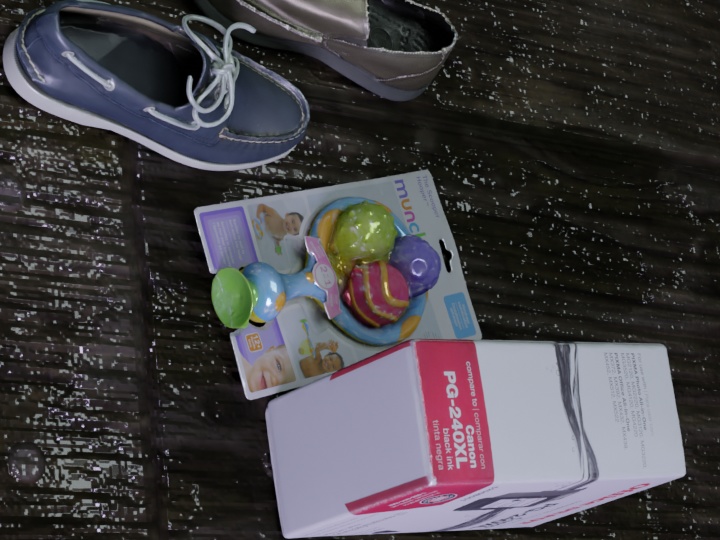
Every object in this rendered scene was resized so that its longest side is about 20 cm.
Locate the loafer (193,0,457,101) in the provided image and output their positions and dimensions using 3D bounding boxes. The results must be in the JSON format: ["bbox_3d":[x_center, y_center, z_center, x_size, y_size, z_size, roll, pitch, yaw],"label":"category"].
[{"bbox_3d":[-0.021,-0.172,1.191,0.199,0.069,0.076,19,62,-32],"label":"loafer"}]

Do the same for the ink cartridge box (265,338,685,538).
[{"bbox_3d":[0.068,0.098,1.109,0.198,0.145,0.084,3,70,-37],"label":"ink cartridge box"}]

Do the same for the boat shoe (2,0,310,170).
[{"bbox_3d":[-0.106,-0.112,1.107,0.199,0.062,0.076,18,61,-33],"label":"boat shoe"}]

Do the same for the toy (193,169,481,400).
[{"bbox_3d":[0.000,0.000,1.157,0.199,0.047,0.116,-12,83,-40],"label":"toy"}]
